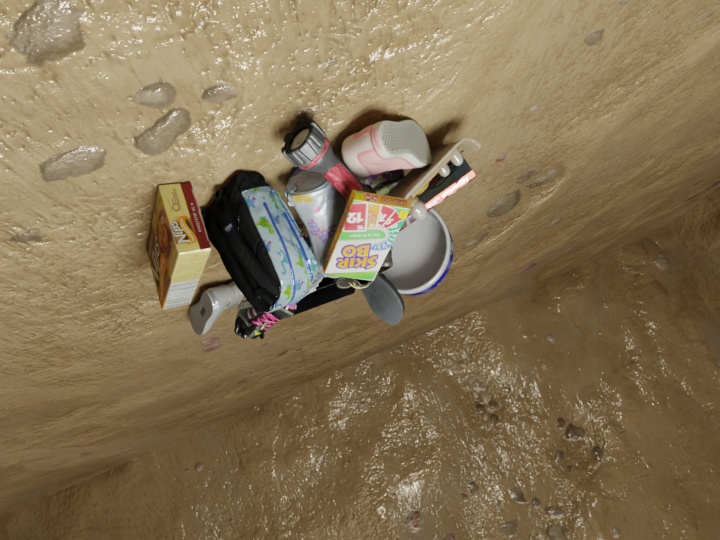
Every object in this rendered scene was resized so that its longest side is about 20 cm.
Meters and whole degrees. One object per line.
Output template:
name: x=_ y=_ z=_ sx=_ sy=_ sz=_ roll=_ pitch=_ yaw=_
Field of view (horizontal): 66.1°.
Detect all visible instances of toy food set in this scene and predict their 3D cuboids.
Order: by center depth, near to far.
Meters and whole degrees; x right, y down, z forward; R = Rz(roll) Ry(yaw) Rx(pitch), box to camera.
toy food set: x=0.119 y=-0.152 z=1.004 sx=0.200 sy=0.061 sz=0.143 roll=-45 pitch=-167 yaw=-13

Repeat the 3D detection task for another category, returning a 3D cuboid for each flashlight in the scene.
flashlight: x=-0.034 y=-0.142 z=0.848 sx=0.067 sy=0.069 sz=0.199 roll=10 pitch=155 yaw=46

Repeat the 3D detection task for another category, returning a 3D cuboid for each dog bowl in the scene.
dog bowl: x=0.107 y=-0.048 z=1.227 sx=0.196 sy=0.205 sz=0.079 roll=-27 pitch=165 yaw=13

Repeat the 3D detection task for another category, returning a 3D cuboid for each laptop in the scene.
laptop: x=-0.109 y=0.030 z=1.334 sx=0.173 sy=0.201 sz=0.106 roll=-18 pitch=125 yaw=-15

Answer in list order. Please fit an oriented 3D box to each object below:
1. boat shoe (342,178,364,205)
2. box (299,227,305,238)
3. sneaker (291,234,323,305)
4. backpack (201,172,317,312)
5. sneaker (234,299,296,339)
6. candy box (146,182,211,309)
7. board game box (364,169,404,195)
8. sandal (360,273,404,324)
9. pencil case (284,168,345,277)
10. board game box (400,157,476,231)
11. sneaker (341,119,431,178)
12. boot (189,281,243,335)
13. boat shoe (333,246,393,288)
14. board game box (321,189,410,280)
boat shoe: x=-0.014 y=-0.108 z=1.042 sx=0.070 sy=0.077 sz=0.203 roll=-17 pitch=133 yaw=1
box: x=-0.142 y=-0.025 z=1.167 sx=0.049 sy=0.077 sz=0.201 roll=17 pitch=162 yaw=6
sneaker: x=-0.101 y=-0.005 z=1.099 sx=0.200 sy=0.076 sz=0.086 roll=-46 pitch=164 yaw=-46
backpack: x=-0.162 y=-0.033 z=0.919 sx=0.151 sy=0.204 sz=0.162 roll=-6 pitch=156 yaw=-46
sneaker: x=-0.216 y=0.109 z=1.226 sx=0.196 sy=0.090 sz=0.073 roll=-13 pitch=143 yaw=42
candy box: x=-0.296 y=-0.034 z=0.885 sx=0.054 sy=0.118 sz=0.200 roll=-11 pitch=159 yaw=-30
board game box: x=0.001 y=-0.140 z=1.114 sx=0.196 sy=0.033 sz=0.120 roll=-25 pitch=166 yaw=4
sandal: x=0.029 y=0.023 z=1.175 sx=0.076 sy=0.202 sz=0.043 roll=-37 pitch=-179 yaw=35
pencil case: x=-0.061 y=-0.082 z=0.960 sx=0.091 sy=0.082 sz=0.203 roll=-43 pitch=136 yaw=-23
board game box: x=0.124 y=-0.143 z=1.059 sx=0.198 sy=0.104 sz=0.020 roll=-35 pitch=116 yaw=14
sneaker: x=0.040 y=-0.201 z=0.926 sx=0.103 sy=0.078 sz=0.198 roll=-15 pitch=178 yaw=32
boot: x=-0.328 y=0.086 z=1.275 sx=0.094 sy=0.075 sz=0.199 roll=-21 pitch=171 yaw=-37
boat shoe: x=0.000 y=0.000 z=1.080 sx=0.070 sy=0.062 sz=0.201 roll=0 pitch=158 yaw=-28
board game box: x=0.003 y=-0.046 z=0.908 sx=0.093 sy=0.031 sz=0.202 roll=7 pitch=143 yaw=-17
